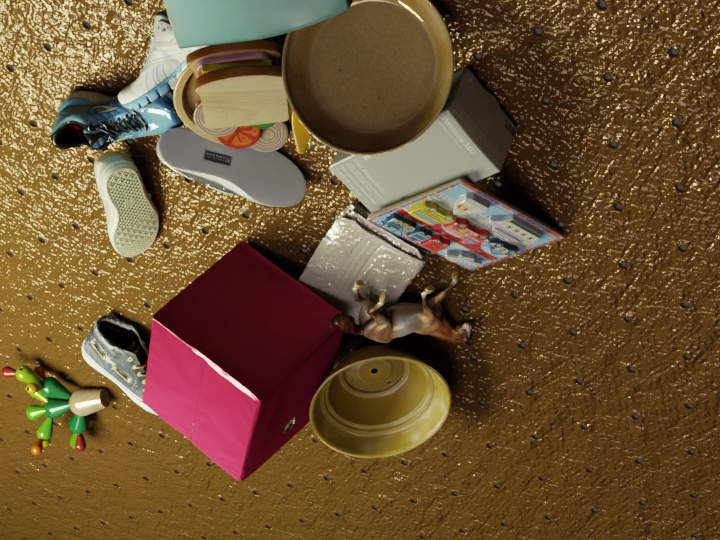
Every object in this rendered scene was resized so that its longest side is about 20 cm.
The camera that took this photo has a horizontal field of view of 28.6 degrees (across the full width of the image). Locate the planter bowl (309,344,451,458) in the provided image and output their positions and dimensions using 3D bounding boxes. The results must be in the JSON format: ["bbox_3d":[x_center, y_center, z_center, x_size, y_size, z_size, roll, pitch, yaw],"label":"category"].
[{"bbox_3d":[0.024,0.166,1.991,0.199,0.084,0.201,-5,131,-5],"label":"planter bowl"}]

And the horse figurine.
[{"bbox_3d":[0.055,0.058,1.878,0.199,0.050,0.133,-7,145,-7],"label":"horse figurine"}]

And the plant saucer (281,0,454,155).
[{"bbox_3d":[0.011,-0.230,1.593,0.199,0.035,0.202,1,94,15],"label":"plant saucer"}]

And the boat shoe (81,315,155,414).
[{"bbox_3d":[-0.341,0.151,2.200,0.200,0.071,0.091,33,143,-3],"label":"boat shoe"}]

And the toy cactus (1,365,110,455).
[{"bbox_3d":[-0.498,0.229,2.360,0.164,0.102,0.201,-12,118,24],"label":"toy cactus"}]

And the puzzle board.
[{"bbox_3d":[0.129,-0.050,1.722,0.150,0.018,0.199,-19,149,40],"label":"puzzle board"}]

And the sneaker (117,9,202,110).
[{"bbox_3d":[-0.232,-0.269,1.723,0.199,0.075,0.087,-30,106,29],"label":"sneaker"}]

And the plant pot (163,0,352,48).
[{"bbox_3d":[-0.103,-0.341,1.532,0.199,0.142,0.142,0,133,18],"label":"plant pot"}]

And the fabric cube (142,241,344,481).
[{"bbox_3d":[-0.161,0.125,1.952,0.200,0.196,0.200,36,141,16],"label":"fabric cube"}]

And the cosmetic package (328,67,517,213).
[{"bbox_3d":[0.074,-0.146,1.670,0.107,0.090,0.199,45,140,-22],"label":"cosmetic package"}]

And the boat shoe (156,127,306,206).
[{"bbox_3d":[-0.168,-0.130,1.832,0.199,0.072,0.068,15,174,-7],"label":"boat shoe"}]

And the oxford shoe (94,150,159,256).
[{"bbox_3d":[-0.326,-0.094,1.961,0.058,0.075,0.201,55,162,33],"label":"oxford shoe"}]

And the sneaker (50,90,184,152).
[{"bbox_3d":[-0.315,-0.185,1.831,0.199,0.090,0.079,-5,130,27],"label":"sneaker"}]

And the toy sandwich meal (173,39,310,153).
[{"bbox_3d":[-0.130,-0.197,1.686,0.204,0.071,0.206,-4,146,-3],"label":"toy sandwich meal"}]

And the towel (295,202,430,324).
[{"bbox_3d":[0.000,0.000,1.896,0.132,0.035,0.200,30,139,-2],"label":"towel"}]
